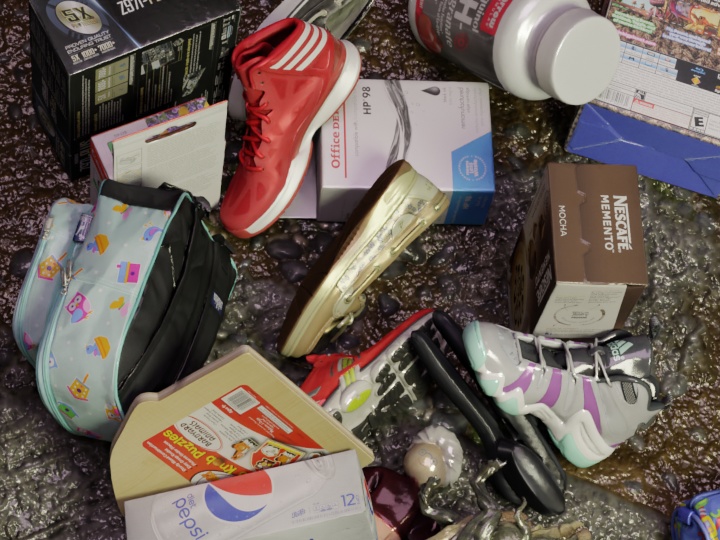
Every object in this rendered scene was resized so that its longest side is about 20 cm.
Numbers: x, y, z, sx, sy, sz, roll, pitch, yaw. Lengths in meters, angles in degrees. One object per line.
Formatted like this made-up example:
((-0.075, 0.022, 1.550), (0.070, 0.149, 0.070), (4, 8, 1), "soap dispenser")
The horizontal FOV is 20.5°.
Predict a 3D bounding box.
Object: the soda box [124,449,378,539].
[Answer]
((-0.089, 0.209, 1.621), (0.198, 0.069, 0.064), (-13, 50, 3), "soda box")

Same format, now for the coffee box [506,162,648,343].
((0.182, 0.003, 1.708), (0.079, 0.200, 0.114), (2, 65, -6), "coffee box")

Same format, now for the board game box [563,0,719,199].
((0.296, -0.194, 1.870), (0.158, 0.097, 0.201), (18, 65, 1), "board game box")

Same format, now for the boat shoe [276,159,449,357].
((0.000, 0.000, 1.736), (0.062, 0.073, 0.201), (35, 95, -14), "boat shoe")

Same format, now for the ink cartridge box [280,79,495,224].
((0.018, -0.108, 1.812), (0.198, 0.067, 0.117), (1, 65, -6), "ink cartridge box")

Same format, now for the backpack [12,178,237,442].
((-0.201, 0.043, 1.659), (0.152, 0.176, 0.202), (5, 65, 14), "backpack")

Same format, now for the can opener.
((0.114, 0.119, 1.692), (0.063, 0.078, 0.201), (-36, 96, -28), "can opener")

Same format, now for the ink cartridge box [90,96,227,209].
((-0.175, -0.098, 1.709), (0.108, 0.200, 0.051), (-21, 69, -16), "ink cartridge box")

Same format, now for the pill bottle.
((0.142, -0.220, 1.808), (0.110, 0.111, 0.200), (-35, 40, -20), "pill bottle")

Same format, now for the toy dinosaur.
((0.088, 0.207, 1.628), (0.198, 0.048, 0.089), (-10, 72, 0), "toy dinosaur")

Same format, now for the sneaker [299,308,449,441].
((-0.006, 0.089, 1.715), (0.199, 0.077, 0.085), (-37, 49, -22), "sneaker")

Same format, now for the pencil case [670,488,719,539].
((0.360, 0.201, 1.706), (0.199, 0.078, 0.088), (-22, 99, -16), "pencil case")

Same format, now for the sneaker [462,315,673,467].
((0.186, 0.074, 1.657), (0.139, 0.200, 0.078), (-34, 43, 22), "sneaker")

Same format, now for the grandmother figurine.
((0.018, 0.212, 1.672), (0.121, 0.061, 0.200), (41, 70, 2), "grandmother figurine")

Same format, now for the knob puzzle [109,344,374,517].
((-0.118, 0.147, 1.625), (0.217, 0.221, 0.031), (-1, 45, -8), "knob puzzle")

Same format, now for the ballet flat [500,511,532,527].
((0.160, 0.284, 1.654), (0.065, 0.071, 0.201), (-17, 71, -35), "ballet flat")

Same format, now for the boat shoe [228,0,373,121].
((-0.052, -0.209, 1.837), (0.063, 0.071, 0.201), (24, 58, 17), "boat shoe")

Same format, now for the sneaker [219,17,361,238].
((-0.093, -0.134, 1.752), (0.078, 0.115, 0.201), (30, 92, 46), "sneaker")

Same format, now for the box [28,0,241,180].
((-0.200, -0.185, 1.746), (0.163, 0.200, 0.087), (-24, 72, -16), "box")
